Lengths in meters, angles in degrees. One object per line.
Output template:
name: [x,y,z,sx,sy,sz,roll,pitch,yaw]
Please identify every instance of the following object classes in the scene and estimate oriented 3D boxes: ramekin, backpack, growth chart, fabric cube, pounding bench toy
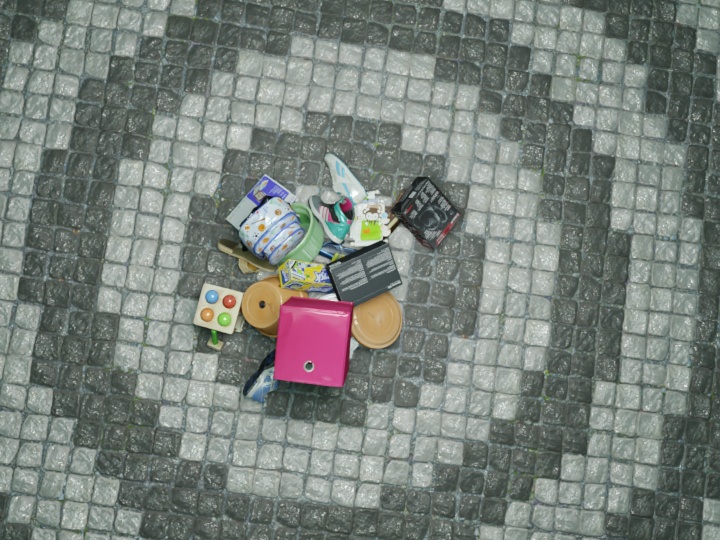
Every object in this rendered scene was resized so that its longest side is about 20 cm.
ramekin: [-0.210,-0.102,1.666,0.198,0.098,0.202,-15,54,22]
backpack: [-0.251,-0.113,1.501,0.154,0.191,0.200,40,86,12]
growth chart: [0.021,-0.168,1.723,0.143,0.018,0.202,-12,69,14]
fabric cube: [-0.124,0.192,1.497,0.194,0.200,0.202,7,95,2]
pounding bench toy: [-0.435,0.154,1.649,0.123,0.156,0.202,14,86,-1]

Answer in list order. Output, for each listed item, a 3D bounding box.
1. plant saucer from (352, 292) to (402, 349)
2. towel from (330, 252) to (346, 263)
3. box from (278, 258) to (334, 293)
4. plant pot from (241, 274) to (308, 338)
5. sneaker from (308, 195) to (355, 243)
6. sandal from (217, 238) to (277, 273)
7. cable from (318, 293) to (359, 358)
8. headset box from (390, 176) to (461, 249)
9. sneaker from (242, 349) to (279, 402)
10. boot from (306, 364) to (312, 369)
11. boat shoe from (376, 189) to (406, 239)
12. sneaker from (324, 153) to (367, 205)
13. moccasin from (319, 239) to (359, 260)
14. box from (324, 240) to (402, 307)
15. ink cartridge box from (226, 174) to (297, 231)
plant saucer: [0.048,0.147,1.698,0.198,0.032,0.203,8,72,-26]
towel: [0.000,0.000,1.710,0.198,0.086,0.018,18,53,-10]
box: [-0.150,0.021,1.641,0.199,0.064,0.071,9,60,-41]
plant pot: [-0.273,0.107,1.643,0.198,0.140,0.203,-2,83,17]
sneaker: [-0.083,-0.196,1.686,0.121,0.083,0.201,-47,60,23]
sandal: [-0.369,-0.026,1.722,0.210,0.078,0.070,27,117,6]
cable: [-0.082,0.177,1.713,0.199,0.069,0.201,32,85,0]
headset box: [0.217,-0.178,1.714,0.200,0.077,0.149,42,82,-29]
sneaker: [-0.285,0.329,1.699,0.077,0.076,0.200,42,85,-22]
boot: [-0.166,0.256,1.628,0.095,0.074,0.202,11,108,-28]
boat shoe: [0.100,-0.182,1.749,0.072,0.072,0.201,38,84,11]
sneaker: [-0.063,-0.295,1.730,0.081,0.076,0.201,-39,74,5]
moccasin: [-0.070,-0.065,1.733,0.198,0.080,0.069,21,80,-16]
box: [0.010,0.013,1.628,0.198,0.079,0.142,-24,105,-12]
ink cartridge box: [-0.305,-0.185,1.682,0.198,0.043,0.200,-49,50,-5]
